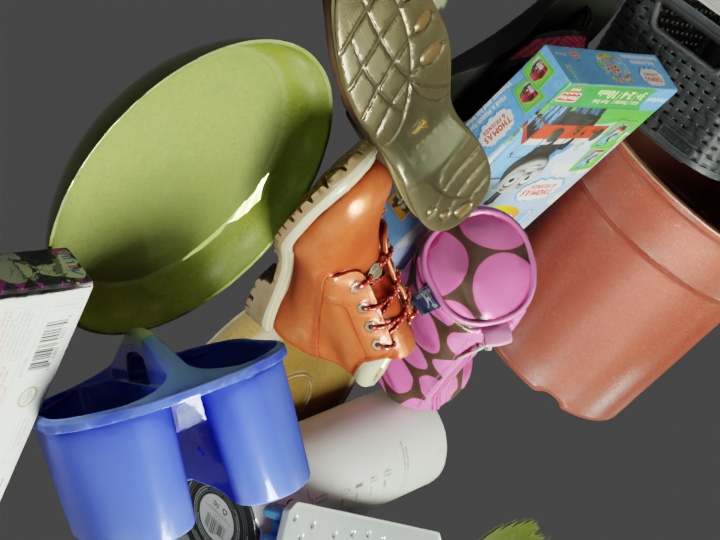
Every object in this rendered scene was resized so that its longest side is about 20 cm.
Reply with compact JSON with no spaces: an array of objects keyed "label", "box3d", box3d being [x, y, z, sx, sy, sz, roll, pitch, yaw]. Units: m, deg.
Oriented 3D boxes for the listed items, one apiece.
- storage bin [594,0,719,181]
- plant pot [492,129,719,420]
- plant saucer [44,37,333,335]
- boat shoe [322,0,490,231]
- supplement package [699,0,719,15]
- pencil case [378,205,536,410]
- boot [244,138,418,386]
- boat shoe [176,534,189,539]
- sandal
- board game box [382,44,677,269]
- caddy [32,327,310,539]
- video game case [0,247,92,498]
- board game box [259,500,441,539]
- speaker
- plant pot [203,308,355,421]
[{"label":"storage bin","box3d":[0.272,-0.140,1.241,0.199,0.135,0.094,-3,130,-54]},{"label":"plant pot","box3d":[0.201,-0.003,1.279,0.200,0.201,0.196,-1,136,-55]},{"label":"plant saucer","box3d":[-0.100,-0.052,0.934,0.199,0.031,0.201,-35,151,-22]},{"label":"boat shoe","box3d":[0.016,-0.109,0.991,0.072,0.067,0.201,-37,134,-12]},{"label":"supplement package","box3d":[0.277,-0.236,1.103,0.199,0.156,0.112,-8,133,-51]},{"label":"pencil case","box3d":[0.059,0.035,1.139,0.090,0.095,0.200,-19,165,-15]},{"label":"boot","box3d":[0.000,0.000,1.013,0.075,0.107,0.200,-46,170,-28]},{"label":"boat shoe","box3d":[-0.179,0.230,1.142,0.200,0.071,0.071,-21,143,-42]},{"label":"sandal","box3d":[0.111,-0.134,1.115,0.199,0.045,0.076,-34,150,-25]},{"label":"board game box","box3d":[0.105,-0.074,1.140,0.200,0.037,0.150,-43,159,32]},{"label":"caddy","box3d":[-0.112,0.083,0.943,0.140,0.106,0.200,-18,-175,-20]},{"label":"video game case","box3d":[-0.248,0.079,0.854,0.180,0.036,0.201,-8,136,-43]},{"label":"board game box","box3d":[-0.023,0.266,1.136,0.199,0.026,0.203,23,77,-55]},{"label":"speaker","box3d":[-0.028,0.144,1.182,0.199,0.081,0.082,-19,142,-44]},{"label":"plant pot","box3d":[-0.064,0.091,1.177,0.199,0.027,0.201,-36,150,-24]}]
